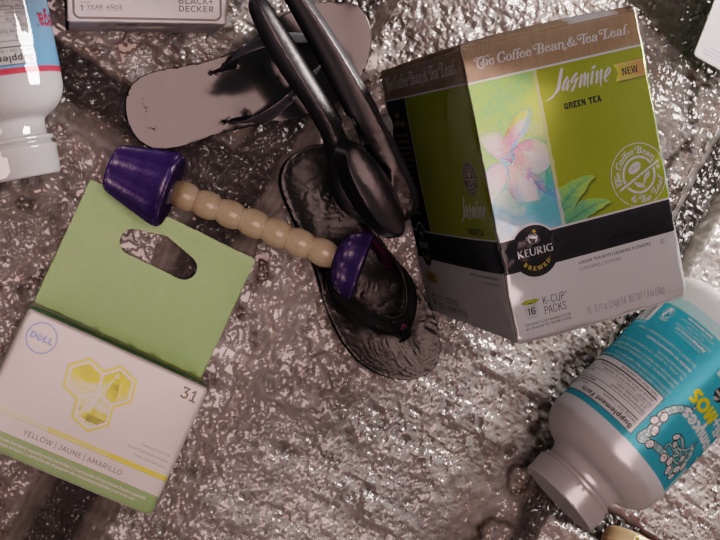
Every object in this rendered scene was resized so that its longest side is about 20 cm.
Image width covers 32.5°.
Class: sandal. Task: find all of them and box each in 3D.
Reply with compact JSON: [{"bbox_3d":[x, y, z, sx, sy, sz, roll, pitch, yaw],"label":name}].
[{"bbox_3d":[-0.001,0.000,0.942,0.075,0.048,0.202,-32,100,-10],"label":"sandal"},{"bbox_3d":[-0.077,-0.139,0.915,0.198,0.043,0.077,-26,100,-11],"label":"sandal"}]

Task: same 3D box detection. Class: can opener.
[{"bbox_3d":[-0.014,-0.118,0.890,0.063,0.078,0.202,-30,100,-21],"label":"can opener"}]

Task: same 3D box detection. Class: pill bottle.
[{"bbox_3d":[0.225,0.110,0.977,0.200,0.111,0.111,-44,103,-7],"label":"pill bottle"},{"bbox_3d":[-0.262,-0.159,0.832,0.107,0.109,0.203,-12,97,-13],"label":"pill bottle"}]

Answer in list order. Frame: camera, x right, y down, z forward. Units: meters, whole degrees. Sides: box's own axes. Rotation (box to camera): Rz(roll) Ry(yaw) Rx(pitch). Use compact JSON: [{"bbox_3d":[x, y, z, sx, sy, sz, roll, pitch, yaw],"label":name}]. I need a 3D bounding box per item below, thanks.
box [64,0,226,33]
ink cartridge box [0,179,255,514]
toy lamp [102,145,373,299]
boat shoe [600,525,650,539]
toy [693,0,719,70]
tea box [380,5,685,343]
[{"bbox_3d":[-0.155,-0.274,0.876,0.115,0.060,0.204,-3,95,-14],"label":"box"},{"bbox_3d":[-0.177,0.056,0.903,0.144,0.048,0.202,25,90,-14],"label":"ink cartridge box"},{"bbox_3d":[-0.090,-0.039,0.896,0.197,0.058,0.059,20,89,2],"label":"toy lamp"},{"bbox_3d":[0.281,0.265,1.023,0.198,0.074,0.070,24,58,-16],"label":"boat shoe"},{"bbox_3d":[0.345,-0.239,1.014,0.114,0.047,0.203,24,85,-12],"label":"toy"},{"bbox_3d":[0.116,-0.070,0.888,0.132,0.200,0.200,-15,98,-12],"label":"tea box"}]
